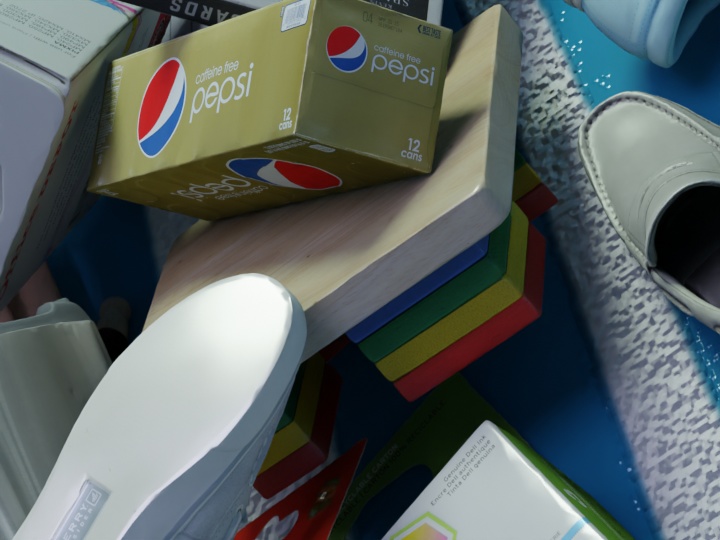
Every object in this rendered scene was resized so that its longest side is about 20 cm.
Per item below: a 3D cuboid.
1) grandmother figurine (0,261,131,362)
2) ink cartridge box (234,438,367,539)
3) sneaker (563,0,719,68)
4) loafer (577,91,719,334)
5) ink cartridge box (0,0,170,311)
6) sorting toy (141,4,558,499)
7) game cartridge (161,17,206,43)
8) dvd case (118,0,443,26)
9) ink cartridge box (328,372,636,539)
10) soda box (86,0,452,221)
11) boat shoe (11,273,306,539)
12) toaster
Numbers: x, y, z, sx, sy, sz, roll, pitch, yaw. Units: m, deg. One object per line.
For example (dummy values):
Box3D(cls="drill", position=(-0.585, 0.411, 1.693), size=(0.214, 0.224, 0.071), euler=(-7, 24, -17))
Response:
Box3D(cls="grandmother figurine", position=(-0.167, 0.052, 1.313), size=(0.121, 0.061, 0.200), euler=(-38, 44, 4))
Box3D(cls="ink cartridge box", position=(-0.082, 0.166, 1.095), size=(0.162, 0.057, 0.200), euler=(-39, 27, 49))
Box3D(cls="sneaker", position=(0.182, -0.166, 1.158), size=(0.200, 0.074, 0.082), euler=(-44, 71, 4))
Box3D(cls="loafer", position=(0.143, -0.020, 1.076), size=(0.070, 0.070, 0.200), euler=(-48, 42, 6))
Box3D(cls="ink cartridge box", position=(-0.167, -0.077, 1.279), size=(0.146, 0.083, 0.200), euler=(-65, -2, 25))
Box3D(cls="sorting toy", position=(0.000, 0.000, 1.151), size=(0.200, 0.070, 0.199), euler=(-35, 19, 20))
Box3D(cls="game cartridge", position=(-0.062, -0.168, 1.363), size=(0.130, 0.038, 0.200), euler=(-37, 40, 37))
Box3D(cls="dvd case", position=(-0.030, -0.181, 1.214), size=(0.025, 0.150, 0.200), euler=(115, 166, -48))
Box3D(cls="ink cartridge box", position=(0.024, 0.129, 1.077), size=(0.148, 0.076, 0.200), euler=(-49, 43, 4))
Box3D(cls="soda box", position=(-0.044, -0.068, 1.142), size=(0.200, 0.068, 0.064), euler=(-8, 70, 59))
Box3D(cls="boat shoe", position=(-0.078, 0.096, 1.041), size=(0.072, 0.069, 0.200), euler=(23, 80, 37))
Box3D(cls="toaster", position=(-0.161, 0.095, 1.146), size=(0.113, 0.200, 0.129), euler=(-30, 82, 24))
